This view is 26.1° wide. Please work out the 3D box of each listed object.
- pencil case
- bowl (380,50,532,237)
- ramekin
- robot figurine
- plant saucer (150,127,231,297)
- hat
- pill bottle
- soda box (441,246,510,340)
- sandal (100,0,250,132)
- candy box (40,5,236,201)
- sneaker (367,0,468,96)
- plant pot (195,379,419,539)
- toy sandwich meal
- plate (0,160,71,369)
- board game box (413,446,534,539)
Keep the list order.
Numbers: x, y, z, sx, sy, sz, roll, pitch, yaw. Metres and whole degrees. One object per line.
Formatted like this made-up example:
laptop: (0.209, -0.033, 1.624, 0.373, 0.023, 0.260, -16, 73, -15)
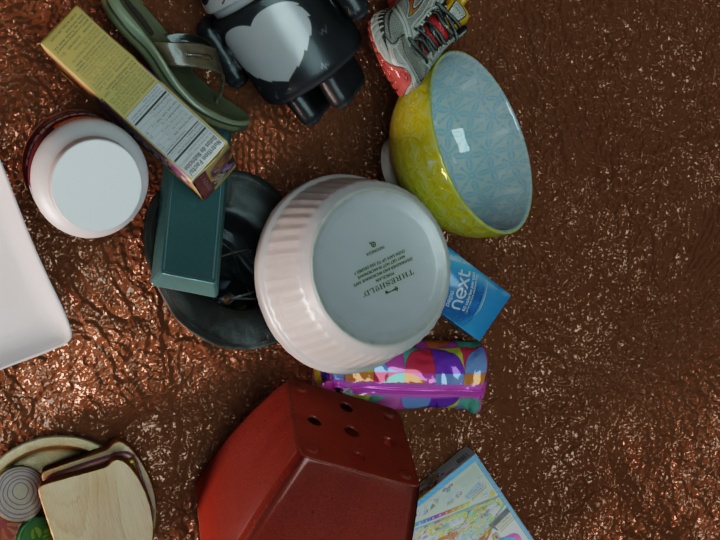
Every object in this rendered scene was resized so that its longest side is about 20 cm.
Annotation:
pencil case: (0.041, 0.116, 1.693, 0.198, 0.088, 0.090, 0, 100, -17)
bowl: (0.086, -0.119, 1.640, 0.107, 0.200, 0.201, -19, 110, 32)
ramekin: (0.000, 0.000, 1.556, 0.200, 0.094, 0.205, 3, 84, -27)
robot figurine: (-0.078, -0.248, 1.572, 0.150, 0.125, 0.201, -36, 107, -7)
plant saucer: (-0.168, -0.070, 1.570, 0.069, 0.019, 0.202, 11, 60, -16)
hat: (-0.141, -0.001, 1.608, 0.198, 0.081, 0.203, 9, 64, -19)
pill bottle: (-0.265, -0.094, 1.503, 0.112, 0.200, 0.114, -3, 100, -16)
soda box: (0.062, -0.008, 1.685, 0.199, 0.068, 0.064, 36, 88, -19)
sandal: (-0.179, -0.218, 1.562, 0.057, 0.080, 0.201, -37, 105, 14)
candy box: (-0.213, -0.160, 1.517, 0.200, 0.117, 0.057, 43, 85, 4)
sneaker: (0.063, -0.250, 1.573, 0.081, 0.201, 0.078, -15, 124, 25)
plant pot: (-0.042, 0.232, 1.600, 0.198, 0.201, 0.177, 18, 115, -19)
toy sandwich meal: (-0.308, 0.266, 1.620, 0.203, 0.070, 0.208, -3, 100, -16)
plate: (-0.399, 0.011, 1.502, 0.198, 0.032, 0.202, -23, 92, 6)
board game box: (0.083, 0.315, 1.764, 0.199, 0.034, 0.135, -37, 107, -8)
